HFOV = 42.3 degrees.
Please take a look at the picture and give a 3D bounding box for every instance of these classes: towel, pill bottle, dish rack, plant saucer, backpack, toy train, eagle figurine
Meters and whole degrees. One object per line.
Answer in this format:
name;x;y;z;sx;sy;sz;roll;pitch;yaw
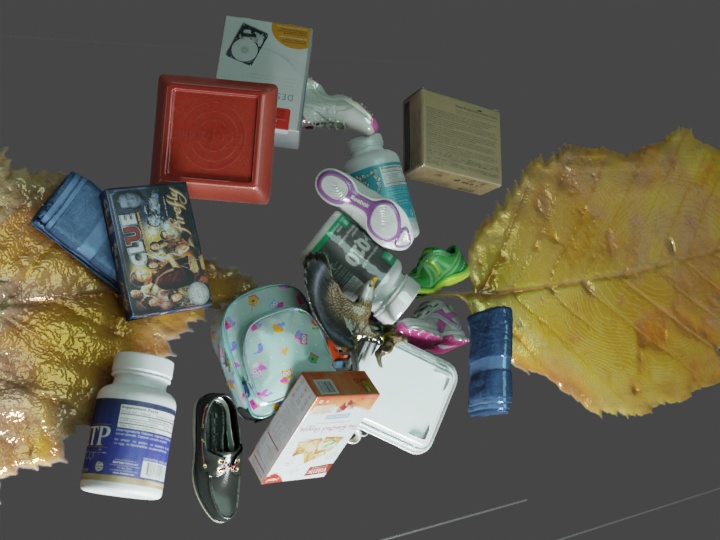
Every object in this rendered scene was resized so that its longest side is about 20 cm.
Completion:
towel;-0.398;-0.053;1.441;0.200;0.048;0.112;40;59;-17
pill bottle;-0.335;0.228;1.368;0.119;0.119;0.202;16;69;-28
dish rack;0.065;0.208;1.601;0.199;0.044;0.173;26;80;-11
towel;0.242;0.170;1.747;0.048;0.112;0.202;11;72;-23
pill bottle;0.000;0.000;1.619;0.200;0.113;0.113;39;60;-3
pill bottle;0.031;-0.144;1.701;0.110;0.111;0.202;-13;84;-34
plant saucer;-0.240;-0.217;1.516;0.198;0.037;0.202;5;88;-3
backpack;-0.143;0.123;1.498;0.175;0.153;0.201;-21;81;-22
toy train;0.000;0.196;1.635;0.149;0.056;0.202;-8;88;-16
eagle figurine;-0.025;0.064;1.526;0.199;0.152;0.152;29;49;-8

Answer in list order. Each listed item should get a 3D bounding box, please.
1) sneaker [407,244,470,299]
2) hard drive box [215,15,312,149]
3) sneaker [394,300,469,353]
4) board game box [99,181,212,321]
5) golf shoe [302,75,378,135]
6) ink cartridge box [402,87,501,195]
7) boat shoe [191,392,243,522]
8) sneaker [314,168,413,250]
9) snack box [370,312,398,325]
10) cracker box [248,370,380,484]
sneaker;0.124;0.002;1.749;0.199;0.074;0.084;-21;92;-44
hard drive box;-0.169;-0.323;1.604;0.154;0.077;0.202;6;73;-4
sneaker;0.120;0.100;1.706;0.199;0.081;0.089;12;56;-56
board game box;-0.315;-0.032;1.438;0.135;0.035;0.202;-10;82;-35
golf shoe;-0.064;-0.279;1.670;0.199;0.075;0.092;28;72;14
ink cartridge box;0.182;-0.252;1.845;0.199;0.075;0.166;10;71;-30
boat shoe;-0.222;0.294;1.460;0.073;0.063;0.203;0;80;-35
sneaker;0.013;-0.113;1.614;0.200;0.100;0.075;39;98;-3
snack box;0.038;0.109;1.693;0.072;0.024;0.201;-33;97;-33
cracker box;-0.074;0.249;1.475;0.133;0.201;0.058;4;39;-43
